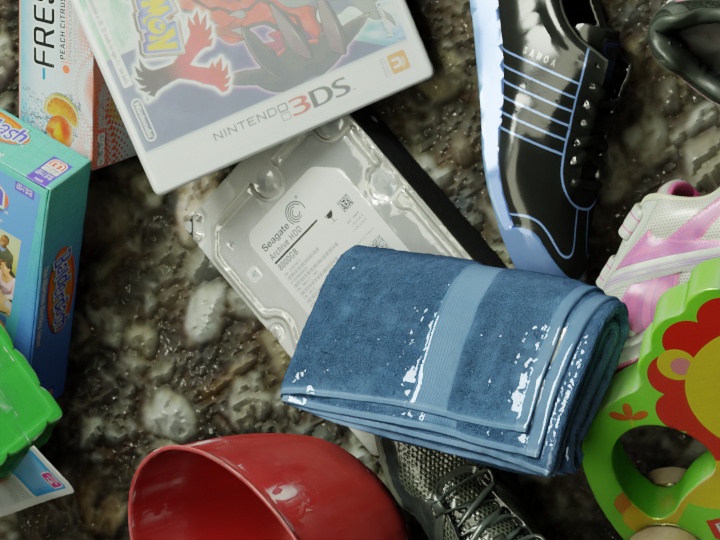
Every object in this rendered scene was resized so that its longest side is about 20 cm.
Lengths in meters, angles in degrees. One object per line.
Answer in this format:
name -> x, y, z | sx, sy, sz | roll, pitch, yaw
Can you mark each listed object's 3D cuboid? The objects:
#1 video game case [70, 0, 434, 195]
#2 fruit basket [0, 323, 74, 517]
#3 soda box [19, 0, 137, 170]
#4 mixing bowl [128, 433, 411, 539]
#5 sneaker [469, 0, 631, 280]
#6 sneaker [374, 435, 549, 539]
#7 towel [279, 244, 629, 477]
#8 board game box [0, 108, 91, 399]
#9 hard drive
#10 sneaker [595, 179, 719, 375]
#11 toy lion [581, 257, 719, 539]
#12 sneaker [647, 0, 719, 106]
video game case -> -0.077, -0.170, 1.278 | 0.181, 0.023, 0.201 | -23, 98, 1
fruit basket -> -0.285, 0.088, 1.411 | 0.200, 0.094, 0.186 | -23, 104, 49
soda box -> -0.167, -0.169, 1.350 | 0.063, 0.068, 0.201 | 17, 114, 30
mixing bowl -> -0.038, 0.175, 1.321 | 0.200, 0.108, 0.201 | 31, 134, 37
sneaker -> 0.114, -0.089, 1.234 | 0.078, 0.070, 0.201 | -10, 87, 32
sneaker -> 0.078, 0.153, 1.259 | 0.076, 0.114, 0.200 | -27, 96, -11
towel -> 0.050, 0.046, 1.222 | 0.199, 0.048, 0.112 | 10, 73, 42
board game box -> -0.253, -0.018, 1.410 | 0.152, 0.045, 0.201 | 30, 133, 19
hard drive -> 0.000, 0.000, 1.331 | 0.140, 0.038, 0.200 | -45, 78, 25
sneaker -> 0.178, 0.000, 1.225 | 0.199, 0.081, 0.089 | -32, 69, 30
toy lion -> 0.207, 0.078, 1.177 | 0.199, 0.069, 0.192 | -15, 123, 28
sneaker -> 0.240, -0.098, 1.168 | 0.199, 0.086, 0.081 | 17, 107, 22
